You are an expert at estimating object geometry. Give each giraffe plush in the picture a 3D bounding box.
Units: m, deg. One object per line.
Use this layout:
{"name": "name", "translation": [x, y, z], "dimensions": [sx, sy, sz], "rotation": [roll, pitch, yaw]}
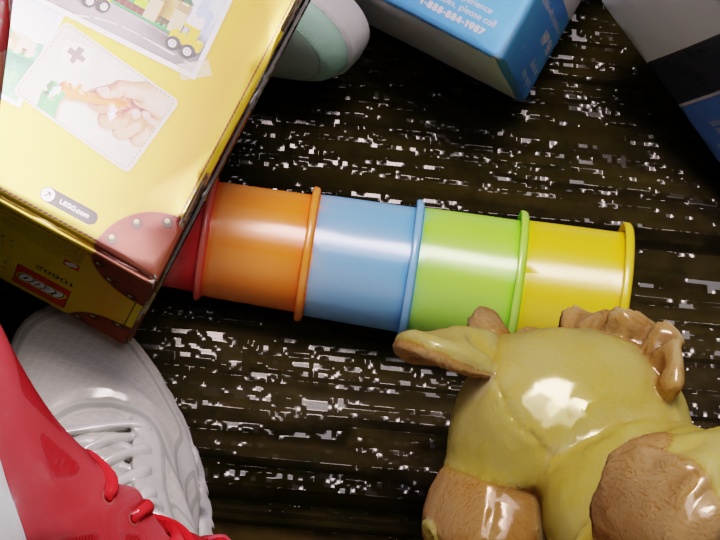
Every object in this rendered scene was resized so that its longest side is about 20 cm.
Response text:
{"name": "giraffe plush", "translation": [0.084, 0.080, 0.842], "dimensions": [0.200, 0.173, 0.162], "rotation": [-45, 49, -17]}

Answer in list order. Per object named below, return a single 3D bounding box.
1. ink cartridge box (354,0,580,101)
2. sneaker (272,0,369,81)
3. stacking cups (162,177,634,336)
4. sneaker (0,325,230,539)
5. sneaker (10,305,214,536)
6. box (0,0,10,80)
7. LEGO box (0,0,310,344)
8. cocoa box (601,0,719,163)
{"name": "ink cartridge box", "translation": [0.061, -0.185, 1.001], "dimensions": [0.116, 0.068, 0.201], "rotation": [29, 86, 16]}
{"name": "sneaker", "translation": [-0.101, -0.078, 0.962], "dimensions": [0.199, 0.074, 0.119], "rotation": [15, 62, -3]}
{"name": "stacking cups", "translation": [0.000, 0.000, 0.939], "dimensions": [0.198, 0.061, 0.061], "rotation": [7, 58, -2]}
{"name": "sneaker", "translation": [-0.062, 0.081, 0.746], "dimensions": [0.115, 0.201, 0.078], "rotation": [-24, 28, -18]}
{"name": "sneaker", "translation": [-0.081, 0.091, 0.860], "dimensions": [0.075, 0.081, 0.201], "rotation": [-10, 60, -12]}
{"name": "box", "translation": [-0.208, -0.045, 0.739], "dimensions": [0.198, 0.095, 0.103], "rotation": [9, 55, -9]}
{"name": "LEGO box", "translation": [-0.130, -0.092, 0.879], "dimensions": [0.199, 0.077, 0.150], "rotation": [29, 68, -4]}
{"name": "cocoa box", "translation": [0.222, -0.124, 0.980], "dimensions": [0.200, 0.133, 0.132], "rotation": [-43, 101, -27]}
